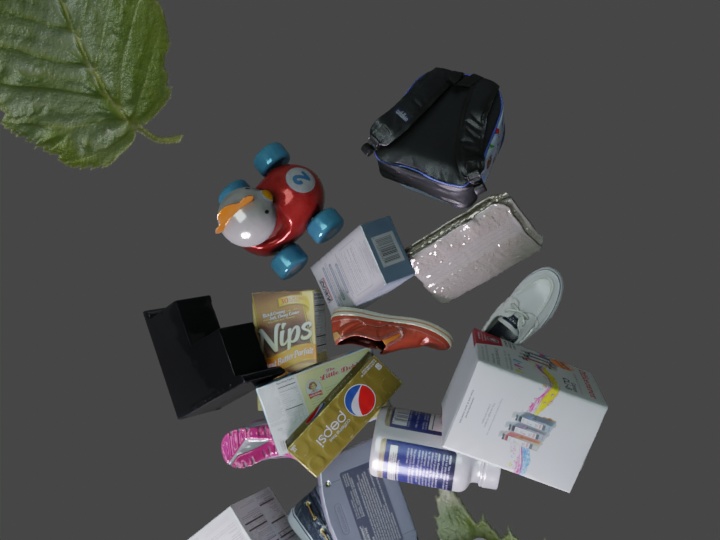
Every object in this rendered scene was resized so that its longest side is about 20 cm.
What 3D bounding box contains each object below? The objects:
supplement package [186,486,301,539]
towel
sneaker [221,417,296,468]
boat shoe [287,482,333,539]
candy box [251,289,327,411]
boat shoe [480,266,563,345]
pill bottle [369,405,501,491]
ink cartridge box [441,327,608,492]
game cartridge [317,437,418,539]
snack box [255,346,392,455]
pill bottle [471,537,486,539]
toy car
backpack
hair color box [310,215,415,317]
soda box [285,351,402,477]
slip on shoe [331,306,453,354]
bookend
[{"bbox_3d":[-0.181,0.500,1.546,0.152,0.151,0.201,-40,78,16],"label":"supplement package"},{"bbox_3d":[0.172,-0.030,1.426,0.199,0.132,0.035,-32,39,19],"label":"towel"},{"bbox_3d":[-0.132,0.278,1.565,0.198,0.088,0.082,-5,91,-2],"label":"sneaker"},{"bbox_3d":[-0.029,0.446,1.531,0.200,0.071,0.091,45,106,15],"label":"boat shoe"},{"bbox_3d":[-0.117,0.134,1.567,0.114,0.055,0.202,-3,91,19],"label":"candy box"},{"bbox_3d":[0.239,0.081,1.428,0.073,0.065,0.201,37,103,16],"label":"boat shoe"},{"bbox_3d":[0.120,0.282,1.445,0.198,0.111,0.112,9,94,8],"label":"pill bottle"},{"bbox_3d":[0.234,0.201,1.356,0.199,0.145,0.146,21,105,-2],"label":"ink cartridge box"},{"bbox_3d":[0.007,0.384,1.503,0.132,0.042,0.201,-18,83,-9],"label":"game cartridge"},{"bbox_3d":[-0.058,0.209,1.507,0.199,0.037,0.117,-19,93,-6],"label":"snack box"},{"bbox_3d":[0.121,0.506,1.451,0.199,0.119,0.120,-26,82,19],"label":"pill bottle"},{"bbox_3d":[-0.159,-0.099,1.503,0.177,0.200,0.185,-43,77,16],"label":"toy car"},{"bbox_3d":[0.133,-0.203,1.410,0.199,0.154,0.192,24,78,15],"label":"backpack"},{"bbox_3d":[0.000,0.000,1.460,0.200,0.060,0.100,-37,75,58],"label":"hair color box"},{"bbox_3d":[-0.027,0.225,1.460,0.068,0.064,0.200,44,86,-7],"label":"soda box"},{"bbox_3d":[0.049,0.106,1.471,0.198,0.074,0.062,10,68,-7],"label":"slip on shoe"},{"bbox_3d":[-0.250,0.120,1.557,0.198,0.092,0.201,-32,74,40],"label":"bookend"}]
